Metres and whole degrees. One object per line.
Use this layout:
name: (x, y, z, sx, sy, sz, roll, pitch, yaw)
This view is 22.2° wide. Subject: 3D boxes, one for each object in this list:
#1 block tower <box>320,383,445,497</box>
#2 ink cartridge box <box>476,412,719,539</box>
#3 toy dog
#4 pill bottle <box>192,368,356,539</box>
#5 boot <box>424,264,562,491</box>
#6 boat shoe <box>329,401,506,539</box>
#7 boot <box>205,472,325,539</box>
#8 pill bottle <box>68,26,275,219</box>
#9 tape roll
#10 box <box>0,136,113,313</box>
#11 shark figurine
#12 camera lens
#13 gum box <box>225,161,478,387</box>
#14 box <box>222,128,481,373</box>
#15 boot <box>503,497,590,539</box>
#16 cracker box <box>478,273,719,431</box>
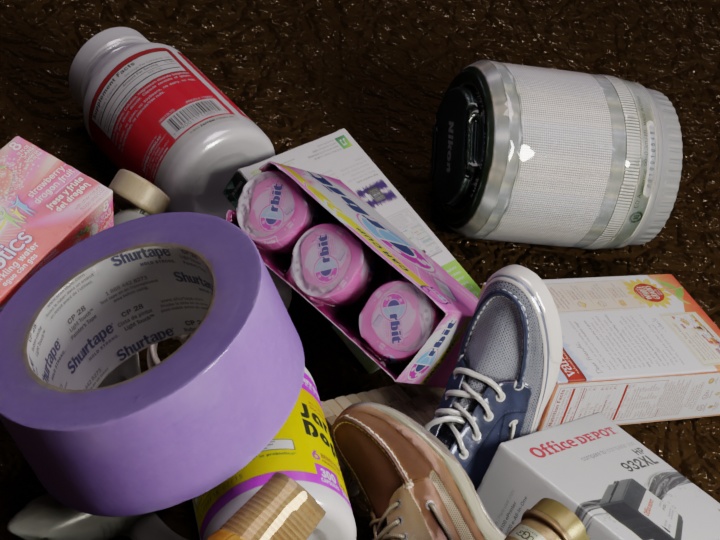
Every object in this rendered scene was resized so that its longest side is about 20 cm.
block tower: (0.044, 0.119, 1.382, 0.199, 0.054, 0.058, -12, 43, -37)
ink cartridge box: (0.191, 0.197, 1.287, 0.200, 0.084, 0.145, 37, 26, 29)
toy dog: (-0.133, 0.004, 1.439, 0.200, 0.132, 0.096, 47, 5, 31)
pill bottle: (-0.071, 0.123, 1.268, 0.103, 0.105, 0.201, 4, 38, -19)
boot: (0.085, 0.099, 1.298, 0.072, 0.201, 0.090, 24, 34, 32)
boat shoe: (0.043, 0.176, 1.251, 0.072, 0.076, 0.200, -30, 71, -36)
boot: (-0.041, 0.239, 1.148, 0.144, 0.201, 0.071, -51, 27, -21)
pill bottle: (-0.170, -0.126, 1.591, 0.112, 0.113, 0.200, -12, 42, -37)
tape roll: (-0.143, 0.059, 1.207, 0.198, 0.085, 0.201, -15, 39, 13)
box: (-0.271, 0.012, 1.302, 0.094, 0.103, 0.200, 29, 53, 17)
shark figurine: (-0.153, 0.112, 1.274, 0.127, 0.090, 0.215, 17, 35, -3)
camera lens: (0.173, -0.103, 1.671, 0.198, 0.161, 0.160, 5, 35, -18)
gum box: (0.000, 0.000, 1.372, 0.200, 0.066, 0.113, 41, 12, 24)
box: (-0.003, -0.020, 1.529, 0.200, 0.036, 0.144, 50, 41, 14)
boot: (0.068, 0.258, 1.153, 0.200, 0.176, 0.066, -36, 34, -25)
cracker box: (0.207, 0.066, 1.532, 0.199, 0.058, 0.134, -1, 37, -28)
